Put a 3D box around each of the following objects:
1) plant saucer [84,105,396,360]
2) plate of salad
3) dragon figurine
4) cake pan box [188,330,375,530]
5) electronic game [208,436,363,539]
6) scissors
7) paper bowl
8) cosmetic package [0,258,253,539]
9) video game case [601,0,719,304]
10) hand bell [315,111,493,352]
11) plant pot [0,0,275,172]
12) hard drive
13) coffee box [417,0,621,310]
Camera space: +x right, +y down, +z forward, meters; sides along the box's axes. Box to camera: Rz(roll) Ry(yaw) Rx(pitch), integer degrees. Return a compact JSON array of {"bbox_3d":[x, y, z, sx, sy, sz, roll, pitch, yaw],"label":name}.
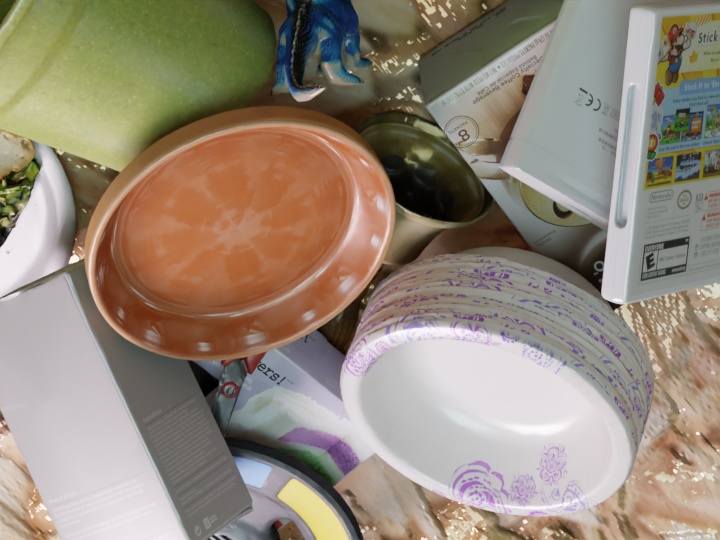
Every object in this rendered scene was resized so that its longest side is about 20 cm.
[{"bbox_3d":[-0.076,-0.025,1.554,0.199,0.032,0.201,-12,136,-12],"label":"plant saucer"},{"bbox_3d":[-0.291,-0.032,1.663,0.199,0.048,0.201,-1,119,-2],"label":"plate of salad"},{"bbox_3d":[-0.031,-0.162,1.515,0.059,0.200,0.100,-7,105,15],"label":"dragon figurine"},{"bbox_3d":[-0.104,0.093,1.717,0.200,0.052,0.184,39,121,-19],"label":"cake pan box"},{"bbox_3d":[-0.095,0.195,1.734,0.199,0.042,0.201,5,128,6],"label":"electronic game"},{"bbox_3d":[-0.089,0.064,1.643,0.073,0.014,0.200,29,105,-18],"label":"scissors"},{"bbox_3d":[0.095,0.064,1.627,0.200,0.105,0.201,14,141,11],"label":"paper bowl"},{"bbox_3d":[-0.167,0.093,1.628,0.106,0.090,0.201,-19,94,33],"label":"cosmetic package"},{"bbox_3d":[0.224,-0.081,1.565,0.023,0.199,0.183,15,107,38],"label":"video game case"},{"bbox_3d":[0.000,0.000,1.680,0.104,0.104,0.200,22,128,-13],"label":"hand bell"},{"bbox_3d":[-0.161,-0.146,1.538,0.184,0.201,0.201,29,115,-28],"label":"plant pot"},{"bbox_3d":[0.175,-0.128,1.560,0.132,0.027,0.201,28,79,-30],"label":"hard drive"},{"bbox_3d":[0.140,-0.079,1.631,0.113,0.080,0.200,-32,115,14],"label":"coffee box"}]
